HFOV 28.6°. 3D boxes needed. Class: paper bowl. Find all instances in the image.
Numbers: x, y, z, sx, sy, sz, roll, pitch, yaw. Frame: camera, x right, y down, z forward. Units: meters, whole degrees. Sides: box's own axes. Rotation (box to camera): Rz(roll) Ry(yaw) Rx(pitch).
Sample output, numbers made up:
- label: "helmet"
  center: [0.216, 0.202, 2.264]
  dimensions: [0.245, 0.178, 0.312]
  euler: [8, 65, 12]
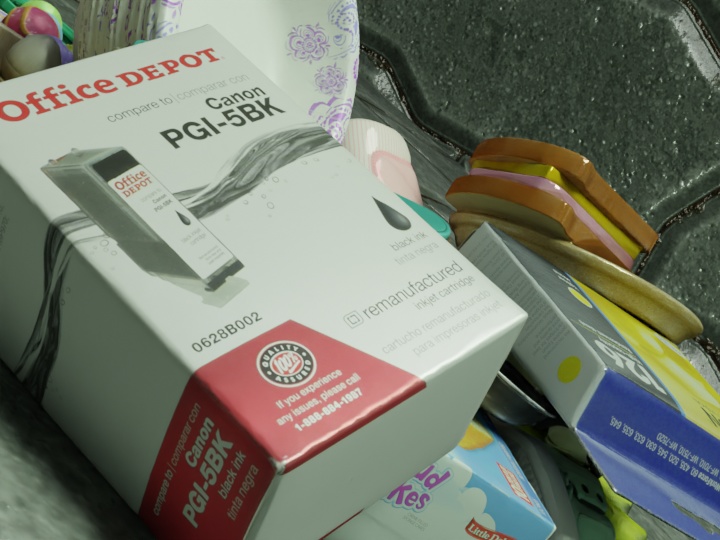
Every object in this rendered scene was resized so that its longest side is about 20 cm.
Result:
- label: "paper bowl"
  center: [-0.092, -0.130, 0.845]
  dimensions: [0.103, 0.204, 0.200]
  euler: [8, -9, 33]

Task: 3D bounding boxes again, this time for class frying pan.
- label: "frying pan"
  center: [0.073, 0.054, 0.764]
  dimensions: [0.115, 0.031, 0.190]
  euler: [47, 6, 36]

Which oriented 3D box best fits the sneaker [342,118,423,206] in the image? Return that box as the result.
- label: "sneaker"
  center: [0.016, -0.033, 0.990]
  dimensions: [0.201, 0.074, 0.106]
  euler: [63, 15, -61]

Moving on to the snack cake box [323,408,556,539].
- label: "snack cake box"
  center: [0.009, 0.076, 0.709]
  dimensions: [0.115, 0.067, 0.200]
  euler: [37, 10, -21]

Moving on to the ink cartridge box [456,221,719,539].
- label: "ink cartridge box"
  center: [0.159, 0.075, 0.779]
  dimensions: [0.197, 0.047, 0.200]
  euler: [32, 14, -37]

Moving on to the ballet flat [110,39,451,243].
- label: "ballet flat"
  center: [-0.052, -0.039, 0.720]
  dimensions: [0.198, 0.076, 0.068]
  euler: [30, 19, -5]

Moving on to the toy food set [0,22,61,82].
- label: "toy food set"
  center: [-0.201, -0.102, 0.734]
  dimensions: [0.143, 0.061, 0.200]
  euler: [35, 10, -29]

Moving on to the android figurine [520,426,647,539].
- label: "android figurine"
  center: [0.108, 0.119, 0.967]
  dimensions: [0.199, 0.041, 0.182]
  euler: [39, 10, -7]

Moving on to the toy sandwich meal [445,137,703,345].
- label: "toy sandwich meal"
  center: [0.144, -0.017, 0.941]
  dimensions: [0.203, 0.071, 0.205]
  euler: [25, -6, 3]

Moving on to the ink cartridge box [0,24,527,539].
- label: "ink cartridge box"
  center: [-0.058, 0.004, 0.554]
  dimensions: [0.200, 0.083, 0.146]
  euler: [43, 43, 21]

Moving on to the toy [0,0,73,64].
- label: "toy"
  center: [-0.207, -0.142, 0.928]
  dimensions: [0.115, 0.047, 0.200]
  euler: [33, 11, -26]

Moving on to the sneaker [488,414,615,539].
- label: "sneaker"
  center: [0.110, 0.137, 0.778]
  dimensions: [0.117, 0.074, 0.201]
  euler: [30, 10, -17]

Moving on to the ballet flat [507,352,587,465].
- label: "ballet flat"
  center: [0.126, 0.083, 0.947]
  dimensions: [0.199, 0.071, 0.065]
  euler: [40, 37, 5]

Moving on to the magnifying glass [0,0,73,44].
- label: "magnifying glass"
  center: [-0.200, -0.149, 1.079]
  dimensions: [0.199, 0.022, 0.080]
  euler: [36, 10, -10]
